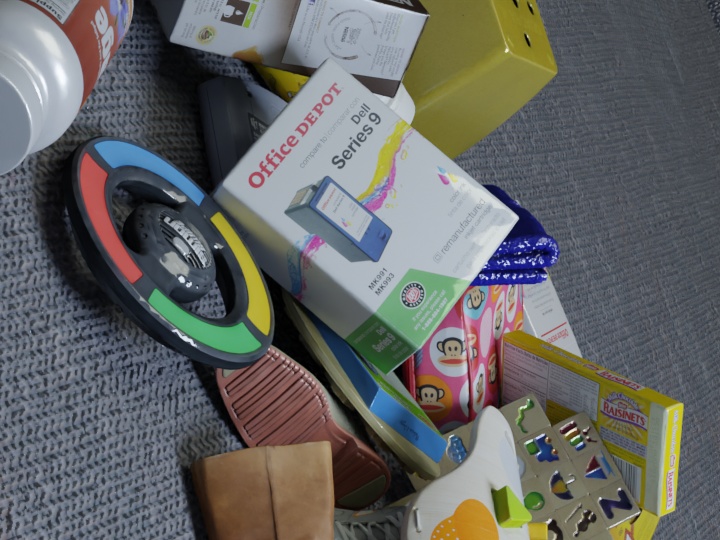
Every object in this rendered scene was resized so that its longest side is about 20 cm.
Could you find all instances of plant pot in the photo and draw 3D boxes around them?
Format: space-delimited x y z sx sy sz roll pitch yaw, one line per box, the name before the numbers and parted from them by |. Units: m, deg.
plant pot | 0.073 -0.227 2.050 0.200 0.176 0.201 10 60 -64

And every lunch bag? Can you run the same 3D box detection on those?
lunch bag | 0.096 0.070 1.923 0.200 0.082 0.177 -41 130 -66

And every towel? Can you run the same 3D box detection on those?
towel | 0.081 -0.026 1.863 0.200 0.147 0.050 -126 -150 -71

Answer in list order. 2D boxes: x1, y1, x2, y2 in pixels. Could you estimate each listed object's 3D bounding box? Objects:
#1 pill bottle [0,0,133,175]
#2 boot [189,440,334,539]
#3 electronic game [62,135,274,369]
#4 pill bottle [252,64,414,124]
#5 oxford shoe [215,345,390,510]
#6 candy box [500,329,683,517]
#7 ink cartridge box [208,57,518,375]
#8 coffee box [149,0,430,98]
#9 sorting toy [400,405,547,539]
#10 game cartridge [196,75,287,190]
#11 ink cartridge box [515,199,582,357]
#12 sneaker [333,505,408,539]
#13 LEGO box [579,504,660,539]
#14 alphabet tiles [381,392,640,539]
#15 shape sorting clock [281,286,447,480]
pill bottle | -0.226 -0.145 1.401 0.112 0.112 0.200 57 26 -23
boot | -0.018 0.218 1.501 0.069 0.188 0.201 106 -22 -60
electronic game | -0.135 -0.014 1.524 0.200 0.042 0.200 41 25 -24
pill bottle | -0.037 -0.195 1.860 0.200 0.113 0.113 54 27 -31
oxford shoe | -0.054 0.109 1.635 0.200 0.071 0.074 52 6 -38
candy box | 0.195 0.130 1.839 0.026 0.200 0.103 -13 116 -37
ink cartridge box | -0.002 -0.042 1.654 0.200 0.088 0.145 40 66 -1
coffee box | -0.061 -0.215 1.708 0.199 0.080 0.114 12 26 -23
sorting toy | 0.101 0.206 1.628 0.180 0.106 0.200 -83 166 -45
game cartridge | -0.069 -0.083 1.790 0.200 0.041 0.133 32 45 -55
ink cartridge box | 0.151 0.038 2.123 0.200 0.067 0.117 68 22 2
sneaker | 0.010 0.205 1.632 0.200 0.092 0.076 19 52 -61
LEGO box | 0.181 0.232 1.912 0.077 0.149 0.200 65 23 -8
alphabet tiles | 0.126 0.201 1.778 0.167 0.200 0.006 61 -16 16
shape sorting clock | -0.001 0.090 1.724 0.200 0.039 0.200 48 4 -5
